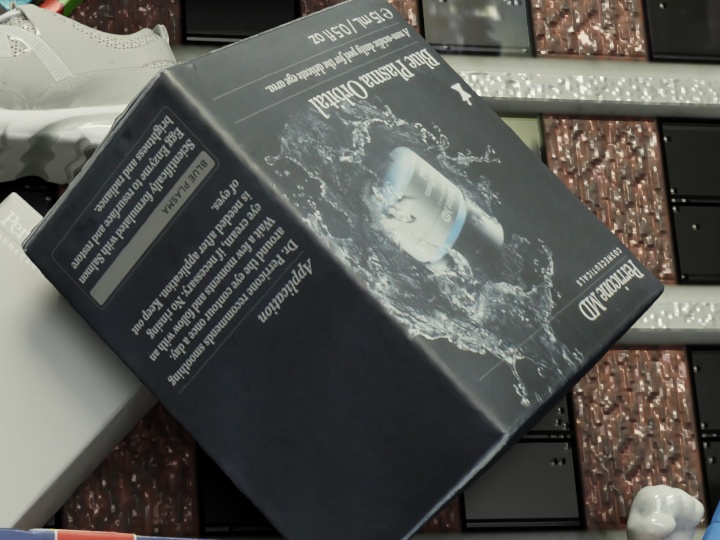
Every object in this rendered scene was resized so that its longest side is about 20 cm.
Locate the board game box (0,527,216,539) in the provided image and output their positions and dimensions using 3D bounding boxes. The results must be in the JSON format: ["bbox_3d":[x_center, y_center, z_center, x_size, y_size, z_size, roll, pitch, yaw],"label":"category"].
[{"bbox_3d":[-0.088,0.157,0.783,0.199,0.200,0.062,6,69,-21],"label":"board game box"}]

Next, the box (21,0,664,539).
[{"bbox_3d":[0.000,0.000,0.852,0.200,0.117,0.197,47,31,6],"label":"box"}]

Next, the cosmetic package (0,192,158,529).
[{"bbox_3d":[-0.179,0.077,0.846,0.107,0.090,0.200,38,70,4],"label":"cosmetic package"}]

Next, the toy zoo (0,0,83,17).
[{"bbox_3d":[-0.226,-0.128,0.949,0.131,0.020,0.200,37,66,3],"label":"toy zoo"}]

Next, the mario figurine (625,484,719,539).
[{"bbox_3d":[0.166,0.169,0.873,0.123,0.106,0.200,16,51,32],"label":"mario figurine"}]

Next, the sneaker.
[{"bbox_3d":[-0.171,-0.085,0.908,0.199,0.075,0.082,3,66,-35],"label":"sneaker"}]
